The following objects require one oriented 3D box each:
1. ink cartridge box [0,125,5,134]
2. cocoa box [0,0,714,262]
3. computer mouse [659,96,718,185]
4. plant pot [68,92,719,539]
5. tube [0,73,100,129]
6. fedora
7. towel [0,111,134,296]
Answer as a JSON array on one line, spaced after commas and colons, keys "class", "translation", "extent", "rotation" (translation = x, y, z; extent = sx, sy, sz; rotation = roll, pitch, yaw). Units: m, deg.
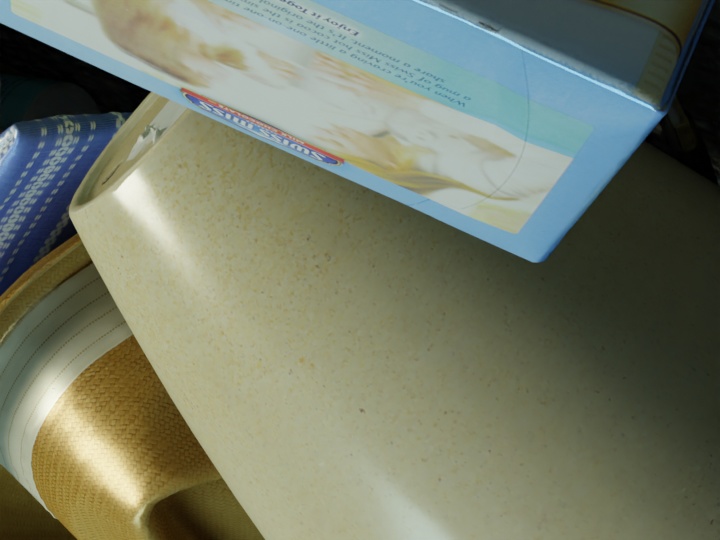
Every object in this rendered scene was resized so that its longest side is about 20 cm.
[{"class": "ink cartridge box", "translation": [-0.192, -0.007, 1.133], "extent": [0.200, 0.084, 0.146], "rotation": [44, 138, 1]}, {"class": "cocoa box", "translation": [-0.014, -0.110, 0.644], "extent": [0.200, 0.132, 0.133], "rotation": [24, 164, -1]}, {"class": "computer mouse", "translation": [0.145, -0.034, 0.840], "extent": [0.140, 0.046, 0.200], "rotation": [27, 169, 25]}, {"class": "plant pot", "translation": [0.022, 0.014, 0.854], "extent": [0.200, 0.187, 0.187], "rotation": [43, 160, -12]}, {"class": "tube", "translation": [-0.193, -0.056, 1.200], "extent": [0.200, 0.078, 0.050], "rotation": [7, 161, 36]}, {"class": "fedora", "translation": [-0.045, 0.052, 0.967], "extent": [0.082, 0.200, 0.201], "rotation": [52, 180, 31]}, {"class": "towel", "translation": [-0.066, 0.005, 0.980], "extent": [0.200, 0.145, 0.024], "rotation": [-4, -132, -46]}]
